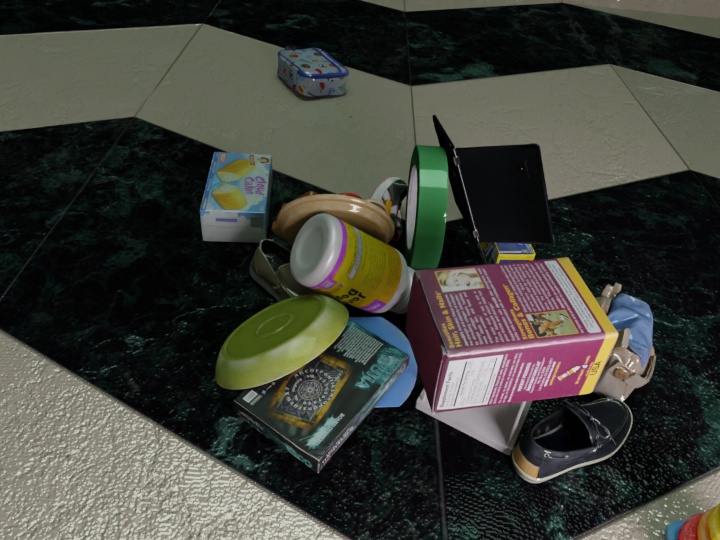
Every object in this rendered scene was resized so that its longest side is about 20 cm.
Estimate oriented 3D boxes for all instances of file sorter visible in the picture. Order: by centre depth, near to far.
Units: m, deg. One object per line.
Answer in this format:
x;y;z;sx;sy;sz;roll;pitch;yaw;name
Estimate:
0.183;0.110;0.833;0.136;0.127;0.200;22;42;20;file sorter

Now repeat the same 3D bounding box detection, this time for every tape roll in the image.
0.107;-0.104;1.021;0.047;0.204;0.203;3;38;-2;tape roll

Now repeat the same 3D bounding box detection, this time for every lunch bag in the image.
-0.125;-0.527;1.612;0.157;0.077;0.201;-14;44;-26;lunch bag

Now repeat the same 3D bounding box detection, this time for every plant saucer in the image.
-0.111;0.084;0.818;0.196;0.032;0.201;-22;18;8;plant saucer

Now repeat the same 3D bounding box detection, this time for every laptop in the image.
0.214;-0.150;1.000;0.114;0.189;0.202;-20;38;4;laptop

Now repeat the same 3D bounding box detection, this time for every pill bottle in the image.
0.000;0.000;0.902;0.198;0.105;0.105;24;25;-37;pill bottle

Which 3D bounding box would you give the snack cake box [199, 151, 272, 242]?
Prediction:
-0.223;-0.138;1.126;0.112;0.068;0.202;1;40;-5;snack cake box

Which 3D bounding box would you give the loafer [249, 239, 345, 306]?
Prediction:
-0.102;0.016;0.951;0.198;0.071;0.075;31;45;27;loafer

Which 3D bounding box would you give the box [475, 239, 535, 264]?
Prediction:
0.248;-0.065;1.104;0.068;0.065;0.202;0;40;-7;box

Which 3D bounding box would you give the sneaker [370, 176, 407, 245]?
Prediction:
0.044;-0.088;1.110;0.085;0.081;0.201;30;52;11;sneaker

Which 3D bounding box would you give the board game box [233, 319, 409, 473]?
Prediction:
-0.044;0.142;0.774;0.134;0.029;0.200;28;45;24;board game box

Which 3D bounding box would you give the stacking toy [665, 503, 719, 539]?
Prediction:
0.403;0.260;0.616;0.113;0.203;0.111;8;38;5;stacking toy

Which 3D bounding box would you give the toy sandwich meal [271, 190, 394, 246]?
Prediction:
-0.040;-0.080;0.949;0.200;0.206;0.072;5;65;-2;toy sandwich meal

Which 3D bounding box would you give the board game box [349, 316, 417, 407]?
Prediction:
-0.022;0.135;0.841;0.195;0.040;0.160;0;41;-7;board game box

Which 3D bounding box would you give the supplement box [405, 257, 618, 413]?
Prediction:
0.163;0.071;0.697;0.195;0.105;0.132;-4;42;-10;supplement box

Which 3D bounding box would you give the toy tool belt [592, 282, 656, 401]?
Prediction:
0.376;0.084;0.891;0.123;0.125;0.201;20;40;17;toy tool belt

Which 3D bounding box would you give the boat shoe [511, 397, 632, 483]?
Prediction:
0.278;0.205;0.779;0.196;0.063;0.075;-14;42;-26;boat shoe
